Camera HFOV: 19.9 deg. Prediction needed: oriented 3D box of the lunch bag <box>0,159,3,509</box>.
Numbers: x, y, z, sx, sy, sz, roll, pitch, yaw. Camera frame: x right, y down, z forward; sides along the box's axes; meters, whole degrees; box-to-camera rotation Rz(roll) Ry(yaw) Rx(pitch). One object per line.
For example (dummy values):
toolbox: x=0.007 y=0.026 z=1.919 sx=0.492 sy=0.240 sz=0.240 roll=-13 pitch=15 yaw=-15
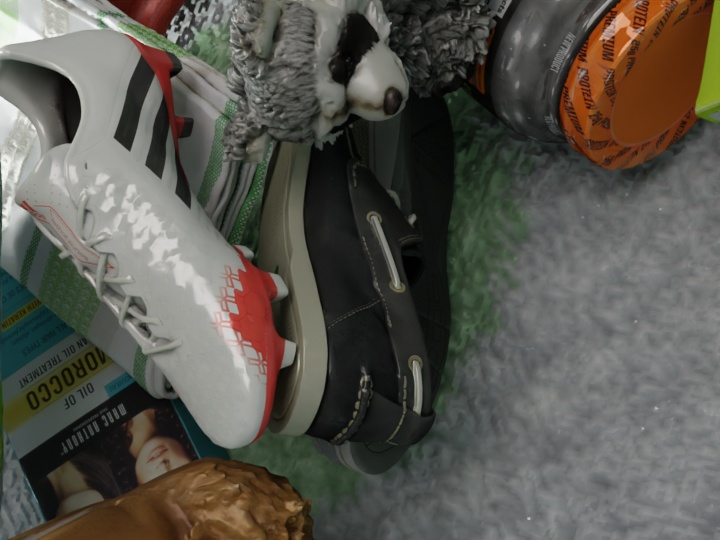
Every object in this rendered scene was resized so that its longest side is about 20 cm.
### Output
lunch bag: x=-0.189 y=0.013 z=0.863 sx=0.082 sy=0.161 sz=0.200 roll=-2 pitch=45 yaw=-6

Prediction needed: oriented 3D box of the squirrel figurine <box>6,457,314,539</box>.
squirrel figurine: x=-0.075 y=0.184 z=0.842 sx=0.200 sy=0.142 sz=0.187 roll=-25 pitch=90 yaw=-8

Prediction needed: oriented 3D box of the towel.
towel: x=-0.133 y=-0.051 z=0.942 sx=0.200 sy=0.031 sz=0.149 roll=35 pitch=115 yaw=30

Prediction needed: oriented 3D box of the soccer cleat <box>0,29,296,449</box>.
soccer cleat: x=-0.092 y=-0.015 z=0.822 sx=0.069 sy=0.085 sz=0.200 roll=-49 pitch=54 yaw=42

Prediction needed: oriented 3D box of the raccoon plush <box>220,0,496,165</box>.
raccoon plush: x=-0.039 y=-0.107 z=0.875 sx=0.134 sy=0.097 sz=0.200 roll=-26 pitch=27 yaw=-32

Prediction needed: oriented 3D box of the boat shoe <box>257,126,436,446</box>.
boat shoe: x=-0.008 y=-0.009 z=0.875 sx=0.068 sy=0.072 sz=0.200 roll=7 pitch=46 yaw=-14

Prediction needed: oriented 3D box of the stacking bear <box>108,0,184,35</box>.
stacking bear: x=-0.180 y=-0.194 z=1.066 sx=0.200 sy=0.114 sz=0.121 roll=32 pitch=84 yaw=34

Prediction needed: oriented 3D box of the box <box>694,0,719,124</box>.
box: x=0.214 y=-0.142 z=0.879 sx=0.048 sy=0.122 sz=0.200 roll=-20 pitch=54 yaw=59

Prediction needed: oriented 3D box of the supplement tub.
supplement tub: x=0.072 y=-0.141 z=0.935 sx=0.123 sy=0.123 sz=0.200 roll=-46 pitch=60 yaw=0

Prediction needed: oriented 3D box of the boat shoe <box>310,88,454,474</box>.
boat shoe: x=-0.001 y=-0.001 z=0.941 sx=0.065 sy=0.074 sz=0.202 roll=-8 pitch=63 yaw=26

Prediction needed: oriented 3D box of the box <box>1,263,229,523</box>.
box: x=-0.126 y=0.062 z=0.977 sx=0.082 sy=0.049 sz=0.200 roll=-34 pitch=60 yaw=7
